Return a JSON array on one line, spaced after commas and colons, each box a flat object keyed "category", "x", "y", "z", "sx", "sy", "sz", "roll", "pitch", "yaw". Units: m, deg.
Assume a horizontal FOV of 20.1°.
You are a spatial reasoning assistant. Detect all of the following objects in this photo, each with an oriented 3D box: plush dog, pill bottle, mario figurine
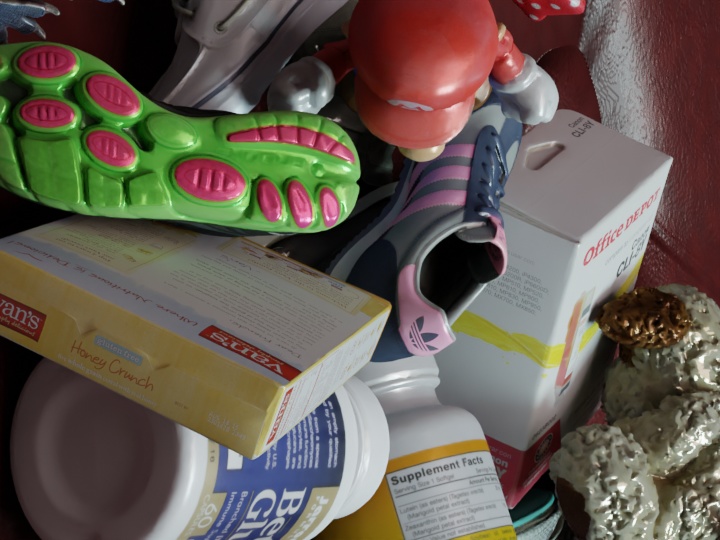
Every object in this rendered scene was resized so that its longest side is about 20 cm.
[{"category": "plush dog", "x": 0.201, "y": 0.092, "z": 1.263, "sx": 0.200, "sy": 0.159, "sz": 0.173, "roll": 48, "pitch": 36, "yaw": -69}, {"category": "pill bottle", "x": 0.027, "y": 0.142, "z": 1.136, "sx": 0.111, "sy": 0.111, "sz": 0.201, "roll": 3, "pitch": 66, "yaw": -58}, {"category": "pill bottle", "x": -0.070, "y": 0.087, "z": 1.011, "sx": 0.200, "sy": 0.111, "sz": 0.112, "roll": 6, "pitch": 86, "yaw": -58}, {"category": "mario figurine", "x": 0.027, "y": -0.087, "z": 1.025, "sx": 0.106, "sy": 0.123, "sz": 0.200, "roll": 51, "pitch": 4, "yaw": -2}]

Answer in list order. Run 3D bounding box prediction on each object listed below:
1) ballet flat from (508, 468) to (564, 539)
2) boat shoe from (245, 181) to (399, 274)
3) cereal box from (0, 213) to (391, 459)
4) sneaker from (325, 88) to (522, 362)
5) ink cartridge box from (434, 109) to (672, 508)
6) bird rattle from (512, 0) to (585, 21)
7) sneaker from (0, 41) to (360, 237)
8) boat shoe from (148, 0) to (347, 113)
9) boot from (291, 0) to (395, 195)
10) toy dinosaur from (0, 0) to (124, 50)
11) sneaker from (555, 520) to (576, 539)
[{"category": "ballet flat", "x": 0.106, "y": 0.160, "z": 1.316, "sx": 0.200, "sy": 0.072, "sz": 0.072, "roll": -43, "pitch": 127, "yaw": -63}, {"category": "boat shoe", "x": 0.000, "y": 0.000, "z": 1.149, "sx": 0.201, "sy": 0.061, "sz": 0.072, "roll": -19, "pitch": 144, "yaw": -52}, {"category": "cereal box", "x": -0.076, "y": 0.018, "z": 0.922, "sx": 0.040, "sy": 0.143, "sz": 0.200, "roll": -68, "pitch": 170, "yaw": 14}, {"category": "sneaker", "x": 0.056, "y": -0.024, "z": 1.096, "sx": 0.200, "sy": 0.082, "sz": 0.070, "roll": -58, "pitch": 135, "yaw": -33}, {"category": "ink cartridge box", "x": 0.109, "y": 0.022, "z": 1.260, "sx": 0.145, "sy": 0.083, "sz": 0.201, "roll": -39, "pitch": 147, "yaw": -50}, {"category": "bird rattle", "x": 0.067, "y": -0.243, "z": 1.220, "sx": 0.200, "sy": 0.112, "sz": 0.163, "roll": 56, "pitch": 12, "yaw": -26}, {"category": "sneaker", "x": -0.101, "y": -0.049, "z": 0.944, "sx": 0.199, "sy": 0.084, "sz": 0.077, "roll": 15, "pitch": 75, "yaw": -17}, {"category": "boat shoe", "x": -0.065, "y": -0.130, "z": 1.034, "sx": 0.200, "sy": 0.073, "sz": 0.067, "roll": -48, "pitch": 111, "yaw": -19}, {"category": "boot", "x": -0.023, "y": -0.115, "z": 1.135, "sx": 0.200, "sy": 0.067, "sz": 0.131, "roll": 26, "pitch": 74, "yaw": -54}, {"category": "toy dinosaur", "x": -0.135, "y": -0.200, "z": 0.933, "sx": 0.200, "sy": 0.105, "sz": 0.182, "roll": 24, "pitch": 49, "yaw": -43}, {"category": "sneaker", "x": 0.166, "y": 0.249, "z": 1.355, "sx": 0.200, "sy": 0.078, "sz": 0.090, "roll": -75, "pitch": 155, "yaw": -59}]
